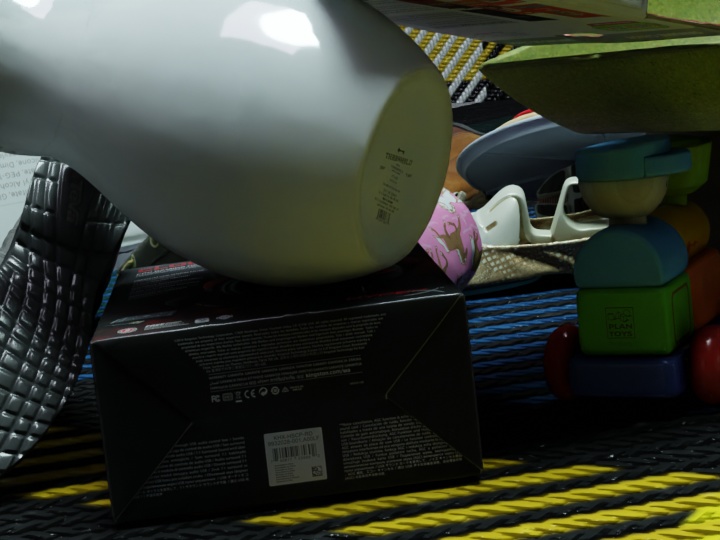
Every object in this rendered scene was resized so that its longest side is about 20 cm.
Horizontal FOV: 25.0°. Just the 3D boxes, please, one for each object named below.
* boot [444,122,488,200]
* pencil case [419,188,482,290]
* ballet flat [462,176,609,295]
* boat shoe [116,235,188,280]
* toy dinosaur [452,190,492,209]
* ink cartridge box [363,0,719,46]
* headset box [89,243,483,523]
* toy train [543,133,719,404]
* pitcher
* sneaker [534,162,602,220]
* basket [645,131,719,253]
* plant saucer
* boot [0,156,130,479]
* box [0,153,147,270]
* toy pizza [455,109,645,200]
[{"bbox_3d":[0.056,-0.082,1.551,0.187,0.069,0.199,11,25,37],"label":"boot"},{"bbox_3d":[0.000,0.000,0.915,0.086,0.083,0.200,-29,-1,24],"label":"pencil case"},{"bbox_3d":[0.120,-0.026,1.038,0.197,0.066,0.071,-7,20,1],"label":"ballet flat"},{"bbox_3d":[-0.079,-0.031,0.890,0.072,0.060,0.202,-36,-10,-44],"label":"boat shoe"},{"bbox_3d":[0.032,-0.011,1.119,0.101,0.059,0.199,-21,2,45],"label":"toy dinosaur"},{"bbox_3d":[0.043,-0.152,0.697,0.173,0.085,0.200,8,3,-23],"label":"ink cartridge box"},{"bbox_3d":[-0.035,0.038,0.712,0.146,0.076,0.200,-7,9,-3],"label":"headset box"},{"bbox_3d":[0.152,-0.013,0.774,0.084,0.117,0.199,-1,10,28],"label":"toy train"},{"bbox_3d":[-0.055,-0.065,0.689,0.198,0.123,0.171,17,6,26],"label":"pitcher"},{"bbox_3d":[0.215,-0.038,1.110,0.197,0.078,0.085,-3,-8,-3],"label":"sneaker"},{"bbox_3d":[0.263,-0.056,0.873,0.198,0.183,0.136,-13,13,19],"label":"basket"},{"bbox_3d":[0.190,-0.112,0.781,0.198,0.048,0.199,-25,14,-25],"label":"plant saucer"},{"bbox_3d":[-0.160,0.043,0.757,0.069,0.132,0.201,29,54,-2],"label":"boot"},{"bbox_3d":[-0.259,-0.043,1.038,0.198,0.132,0.198,-12,-7,-35],"label":"box"},{"bbox_3d":[0.163,-0.089,1.108,0.197,0.032,0.200,-4,-13,-1],"label":"toy pizza"}]
